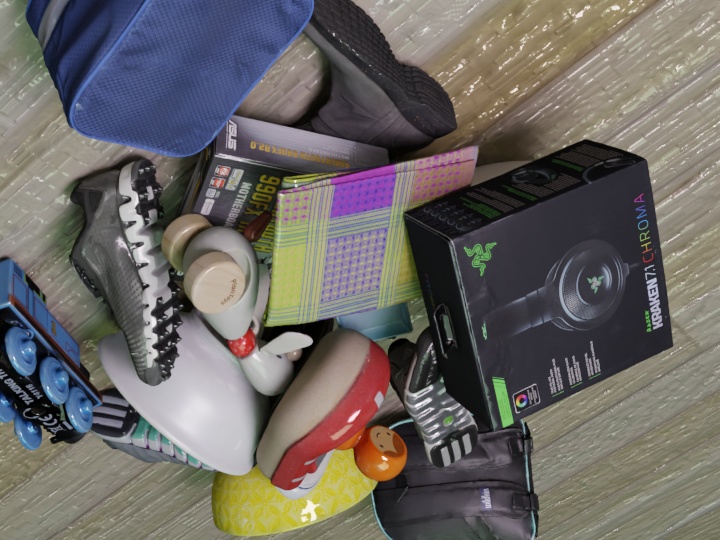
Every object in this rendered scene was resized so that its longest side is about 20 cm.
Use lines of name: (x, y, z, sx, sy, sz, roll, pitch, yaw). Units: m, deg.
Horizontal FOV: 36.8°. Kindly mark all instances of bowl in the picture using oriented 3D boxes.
bowl: (-0.086, 0.213, 1.251, 0.197, 0.200, 0.109, -14, 97, -2)
bowl: (-0.156, 0.101, 1.078, 0.091, 0.201, 0.201, -47, 134, 5)

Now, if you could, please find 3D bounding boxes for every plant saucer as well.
plant saucer: (0.000, 0.000, 0.977, 0.069, 0.019, 0.201, -13, 141, 2)

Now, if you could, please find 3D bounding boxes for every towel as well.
towel: (0.011, -0.028, 0.900, 0.197, 0.023, 0.145, -14, 129, -29)

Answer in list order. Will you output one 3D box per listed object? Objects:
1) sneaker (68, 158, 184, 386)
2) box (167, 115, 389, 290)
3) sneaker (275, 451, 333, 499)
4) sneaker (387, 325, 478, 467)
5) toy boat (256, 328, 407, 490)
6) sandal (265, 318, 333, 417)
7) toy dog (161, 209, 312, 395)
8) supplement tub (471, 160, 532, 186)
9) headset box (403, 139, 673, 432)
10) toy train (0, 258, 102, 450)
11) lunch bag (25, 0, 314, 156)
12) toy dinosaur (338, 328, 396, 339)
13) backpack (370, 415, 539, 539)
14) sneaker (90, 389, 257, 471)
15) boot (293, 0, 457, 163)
sneaker: (-0.214, 0.004, 0.972, 0.089, 0.066, 0.204, -5, 100, 14)
box: (-0.080, -0.048, 0.981, 0.156, 0.049, 0.200, 11, 146, -18)
sneaker: (-0.043, 0.157, 1.164, 0.073, 0.201, 0.071, 39, 126, -12)
sneaker: (0.055, 0.095, 1.038, 0.074, 0.116, 0.202, -24, 140, -14)
toy boat: (-0.013, 0.149, 1.021, 0.130, 0.131, 0.201, 32, 150, 3)
sandal: (-0.086, 0.102, 1.184, 0.054, 0.082, 0.201, 1, 134, -51)
toy dog: (-0.094, 0.019, 0.951, 0.096, 0.133, 0.201, -33, 154, -6)
supplement tub: (0.145, 0.011, 1.038, 0.142, 0.145, 0.203, -12, 111, -4)
headset box: (0.144, 0.011, 0.903, 0.197, 0.093, 0.177, -21, 113, -16)
toy train: (-0.320, 0.087, 1.043, 0.085, 0.115, 0.201, -18, 139, 8)
lunch bag: (-0.146, -0.188, 0.783, 0.200, 0.133, 0.135, -43, 148, 27)
toy dinosaur: (0.020, 0.002, 1.067, 0.076, 0.103, 0.201, -2, 141, -17)
backpack: (0.107, 0.263, 1.335, 0.196, 0.179, 0.153, -3, 170, -5)
sneaker: (-0.201, 0.186, 1.208, 0.197, 0.075, 0.088, 14, 150, 8)
boot: (-0.020, -0.142, 0.927, 0.131, 0.071, 0.199, -30, 132, 27)
